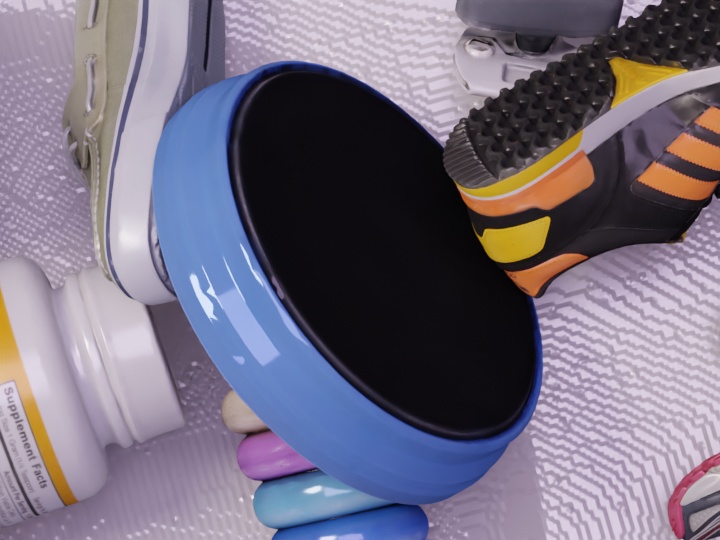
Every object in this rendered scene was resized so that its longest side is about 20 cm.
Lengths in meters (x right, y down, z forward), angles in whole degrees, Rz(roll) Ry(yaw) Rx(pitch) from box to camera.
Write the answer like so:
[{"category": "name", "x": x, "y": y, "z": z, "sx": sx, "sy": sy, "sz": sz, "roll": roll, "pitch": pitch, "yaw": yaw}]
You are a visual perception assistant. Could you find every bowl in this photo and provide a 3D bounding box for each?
[{"category": "bowl", "x": 0.000, "y": 0.000, "z": 1.229, "sx": 0.039, "sy": 0.201, "sz": 0.201, "roll": -36, "pitch": 81, "yaw": 32}]

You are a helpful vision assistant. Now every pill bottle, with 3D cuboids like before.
[{"category": "pill bottle", "x": -0.180, "y": 0.062, "z": 1.258, "sx": 0.200, "sy": 0.109, "sz": 0.109, "roll": -19, "pitch": 82, "yaw": -3}]

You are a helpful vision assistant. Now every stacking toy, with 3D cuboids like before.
[{"category": "stacking toy", "x": -0.001, "y": 0.141, "z": 1.264, "sx": 0.085, "sy": 0.085, "sz": 0.200, "roll": -12, "pitch": 86, "yaw": -2}]

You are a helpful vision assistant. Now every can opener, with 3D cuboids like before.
[{"category": "can opener", "x": 0.139, "y": -0.092, "z": 1.298, "sx": 0.200, "sy": 0.067, "sz": 0.053, "roll": 9, "pitch": 40, "yaw": 1}]

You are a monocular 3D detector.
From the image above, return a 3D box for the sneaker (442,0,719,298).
[{"category": "sneaker", "x": 0.137, "y": -0.059, "z": 1.262, "sx": 0.200, "sy": 0.070, "sz": 0.090, "roll": -26, "pitch": 125, "yaw": -3}]

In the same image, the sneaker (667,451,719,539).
[{"category": "sneaker", "x": 0.232, "y": 0.095, "z": 1.267, "sx": 0.200, "sy": 0.081, "sz": 0.075, "roll": -8, "pitch": 83, "yaw": -1}]

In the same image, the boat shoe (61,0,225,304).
[{"category": "boat shoe", "x": -0.096, "y": -0.061, "z": 1.273, "sx": 0.062, "sy": 0.072, "sz": 0.200, "roll": -12, "pitch": 44, "yaw": 15}]
